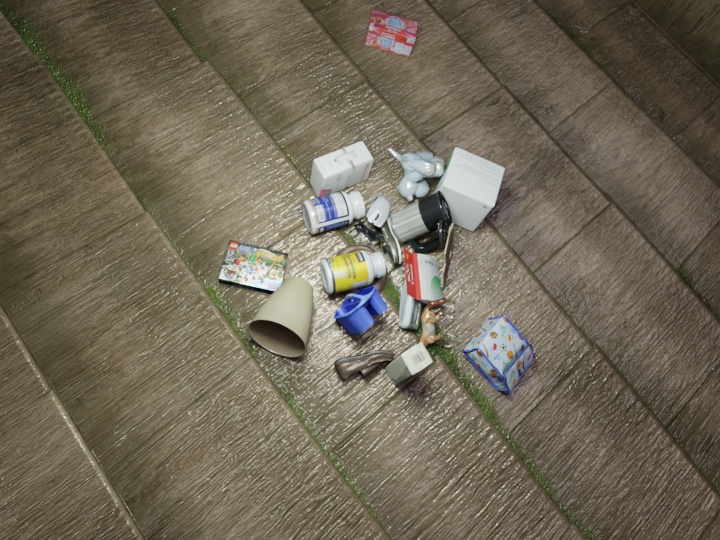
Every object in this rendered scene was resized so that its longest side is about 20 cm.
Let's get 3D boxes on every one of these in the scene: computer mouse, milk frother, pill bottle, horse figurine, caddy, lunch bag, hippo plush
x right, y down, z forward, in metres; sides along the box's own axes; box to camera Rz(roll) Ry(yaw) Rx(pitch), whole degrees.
[{"bbox_3d":[0.056,-0.188,1.739,0.109,0.044,0.202,32,54,-11],"label":"computer mouse"},{"bbox_3d":[0.204,-0.142,1.717,0.185,0.200,0.184,-22,93,23],"label":"milk frother"},{"bbox_3d":[-0.023,0.001,1.650,0.196,0.112,0.114,-13,72,-16],"label":"pill bottle"},{"bbox_3d":[0.241,0.183,1.685,0.129,0.050,0.205,-1,99,-7],"label":"horse figurine"},{"bbox_3d":[-0.090,-0.201,1.749,0.196,0.116,0.118,-16,73,-17],"label":"pill bottle"},{"bbox_3d":[-0.006,0.116,1.609,0.141,0.199,0.106,-43,98,-25],"label":"caddy"},{"bbox_3d":[0.466,0.277,1.684,0.170,0.124,0.201,-42,96,-22],"label":"lunch bag"},{"bbox_3d":[0.199,-0.323,1.819,0.196,0.164,0.160,-4,32,-27],"label":"hippo plush"}]

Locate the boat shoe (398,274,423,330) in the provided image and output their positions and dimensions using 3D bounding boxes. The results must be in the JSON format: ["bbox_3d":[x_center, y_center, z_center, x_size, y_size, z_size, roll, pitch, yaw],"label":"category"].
[{"bbox_3d":[0.175,0.103,1.722,0.070,0.072,0.204,21,70,-20],"label":"boat shoe"}]

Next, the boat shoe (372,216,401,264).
[{"bbox_3d":[0.087,-0.107,1.777,0.059,0.072,0.205,-11,64,-17],"label":"boat shoe"}]

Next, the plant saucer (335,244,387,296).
[{"bbox_3d":[0.000,0.000,1.735,0.196,0.037,0.205,4,70,-11],"label":"plant saucer"}]

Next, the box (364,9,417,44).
[{"bbox_3d":[0.125,-0.962,2.094,0.195,0.100,0.097,12,67,-6],"label":"box"}]

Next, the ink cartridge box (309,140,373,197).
[{"bbox_3d":[-0.068,-0.347,1.793,0.197,0.147,0.084,-26,76,-20],"label":"ink cartridge box"}]

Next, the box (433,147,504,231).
[{"bbox_3d":[0.371,-0.282,1.832,0.196,0.200,0.174,22,66,-1],"label":"box"}]

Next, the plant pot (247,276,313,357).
[{"bbox_3d":[-0.218,0.127,1.578,0.184,0.188,0.202,23,52,-2],"label":"plant pot"}]

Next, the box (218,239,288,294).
[{"bbox_3d":[-0.342,-0.009,1.665,0.196,0.038,0.139,13,67,-7],"label":"box"}]

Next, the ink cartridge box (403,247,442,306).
[{"bbox_3d":[0.208,0.022,1.696,0.049,0.199,0.165,-13,67,26],"label":"ink cartridge box"}]

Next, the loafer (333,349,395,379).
[{"bbox_3d":[0.016,0.296,1.613,0.195,0.073,0.073,-11,80,-9],"label":"loafer"}]

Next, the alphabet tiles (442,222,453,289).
[{"bbox_3d":[0.294,-0.053,1.733,0.007,0.201,0.170,10,65,15],"label":"alphabet tiles"}]

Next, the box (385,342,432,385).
[{"bbox_3d":[0.143,0.287,1.565,0.081,0.200,0.069,-27,76,-19],"label":"box"}]
